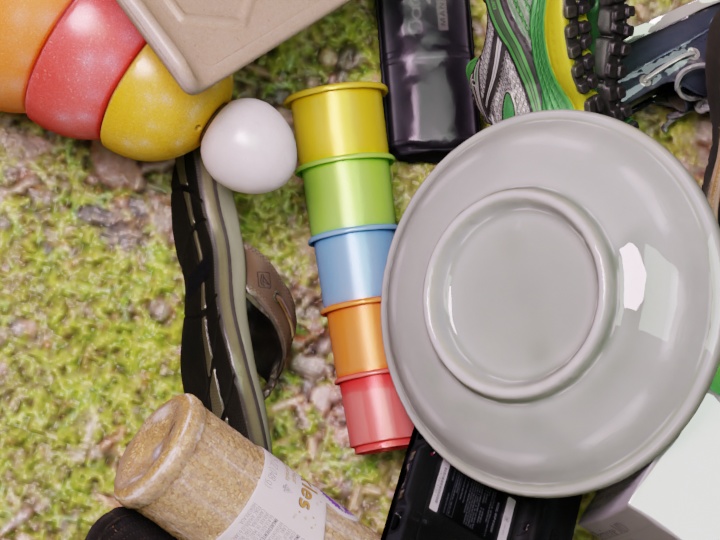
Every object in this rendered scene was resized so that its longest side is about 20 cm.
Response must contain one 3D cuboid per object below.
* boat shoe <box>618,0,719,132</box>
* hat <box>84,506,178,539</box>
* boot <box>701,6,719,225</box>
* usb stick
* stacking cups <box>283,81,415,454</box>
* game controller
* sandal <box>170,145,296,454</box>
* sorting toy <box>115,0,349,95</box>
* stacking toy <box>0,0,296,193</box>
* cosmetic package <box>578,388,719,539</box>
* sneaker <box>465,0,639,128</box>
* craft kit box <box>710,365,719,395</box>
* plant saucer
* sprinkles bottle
[{"bbox_3d":[0.172,-0.113,1.438,0.199,0.075,0.062,-21,81,-11],"label":"boat shoe"},{"bbox_3d":[-0.114,0.225,1.312,0.081,0.200,0.202,-22,81,27],"label":"hat"},{"bbox_3d":[0.245,-0.038,1.366,0.077,0.138,0.201,-22,117,-14],"label":"boot"},{"bbox_3d":[0.035,-0.160,1.448,0.055,0.033,0.202,-4,80,-3],"label":"usb stick"},{"bbox_3d":[0.000,0.000,1.403,0.060,0.060,0.202,-7,85,-10],"label":"stacking cups"},{"bbox_3d":[0.065,0.134,1.350,0.104,0.042,0.201,26,50,-9],"label":"game controller"},{"bbox_3d":[-0.063,0.017,1.376,0.057,0.080,0.203,-1,78,-23],"label":"sandal"},{"bbox_3d":[-0.089,-0.196,1.328,0.186,0.036,0.200,53,44,1],"label":"sorting toy"},{"bbox_3d":[-0.116,-0.107,1.344,0.199,0.146,0.147,34,76,6],"label":"stacking toy"},{"bbox_3d":[0.224,0.152,1.333,0.199,0.113,0.081,33,75,0],"label":"cosmetic package"},{"bbox_3d":[0.104,-0.081,1.380,0.078,0.085,0.202,-14,105,-47],"label":"sneaker"},{"bbox_3d":[0.262,0.156,1.415,0.199,0.049,0.199,20,79,-5],"label":"craft kit box"},{"bbox_3d":[0.088,0.015,1.296,0.199,0.050,0.202,-4,82,30],"label":"plant saucer"},{"bbox_3d":[-0.034,0.145,1.326,0.200,0.068,0.068,37,75,-21],"label":"sprinkles bottle"}]
